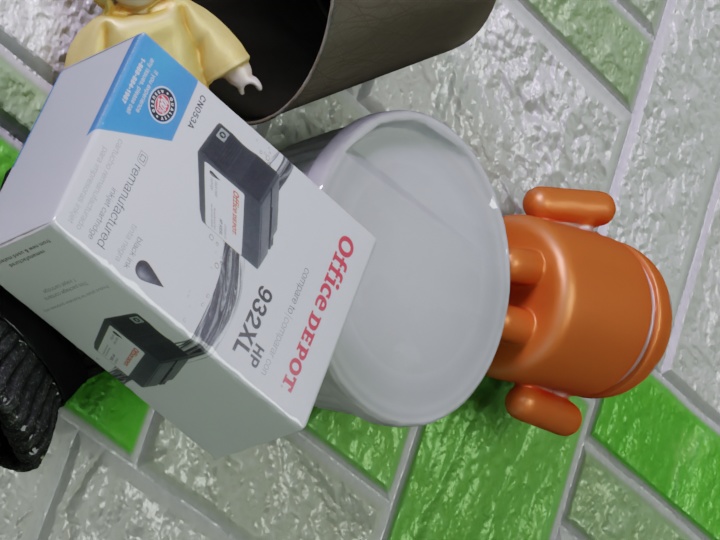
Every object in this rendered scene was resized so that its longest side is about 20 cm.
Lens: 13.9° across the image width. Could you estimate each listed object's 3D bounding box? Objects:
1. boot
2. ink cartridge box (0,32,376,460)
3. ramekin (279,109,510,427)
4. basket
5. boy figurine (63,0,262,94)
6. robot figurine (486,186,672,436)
[{"bbox_3d":[-0.159,0.055,1.724,0.211,0.079,0.158,37,54,-29],"label":"boot"},{"bbox_3d":[-0.102,-0.012,1.685,0.200,0.084,0.145,41,51,-26],"label":"ink cartridge box"},{"bbox_3d":[0.000,0.000,1.902,0.202,0.094,0.203,3,85,-48],"label":"ramekin"},{"bbox_3d":[-0.011,-0.190,1.876,0.200,0.136,0.181,-12,109,-53],"label":"basket"},{"bbox_3d":[-0.120,-0.117,1.774,0.124,0.064,0.201,-9,103,-15],"label":"boy figurine"},{"bbox_3d":[0.138,0.025,2.043,0.200,0.117,0.144,15,45,-48],"label":"robot figurine"}]
